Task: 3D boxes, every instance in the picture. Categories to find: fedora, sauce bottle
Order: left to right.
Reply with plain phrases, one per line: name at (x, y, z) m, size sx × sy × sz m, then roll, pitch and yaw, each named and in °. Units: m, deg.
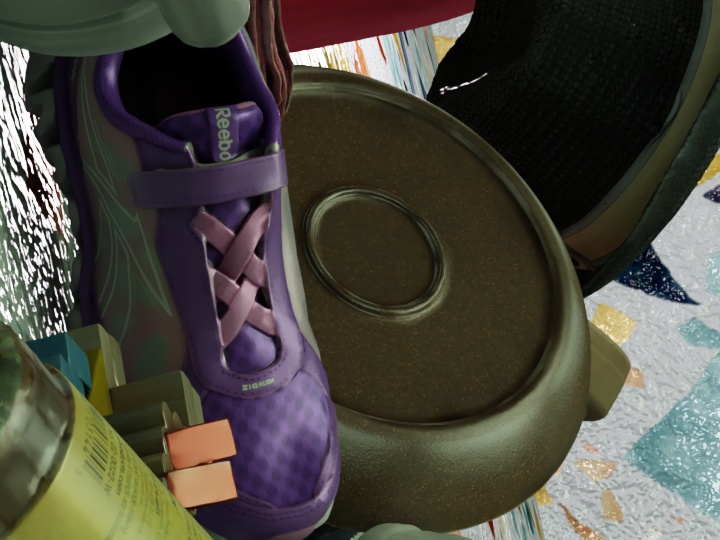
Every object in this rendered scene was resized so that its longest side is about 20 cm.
sauce bottle at (-0.047, 0.095, 0.599) m, size 0.200 × 0.065 × 0.065 m, roll 51°, pitch 19°, yaw -34°
fedora at (0.085, -0.080, 1.055) m, size 0.092 × 0.201 × 0.201 m, roll 29°, pitch 20°, yaw -12°

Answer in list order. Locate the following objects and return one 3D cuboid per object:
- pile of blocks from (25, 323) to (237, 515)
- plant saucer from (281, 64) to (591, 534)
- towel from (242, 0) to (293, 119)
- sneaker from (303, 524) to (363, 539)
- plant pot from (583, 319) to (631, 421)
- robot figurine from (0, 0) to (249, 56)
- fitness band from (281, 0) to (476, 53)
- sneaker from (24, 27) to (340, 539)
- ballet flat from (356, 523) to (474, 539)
pile of blocks at (-0.068, 0.059, 0.709) m, size 0.200 × 0.062 × 0.082 m, roll -94°, pitch 168°, yaw -61°
plant saucer at (0.000, 0.000, 0.924) m, size 0.032 × 0.200 × 0.200 m, roll 125°, pitch -37°, yaw -48°
towel at (-0.079, -0.157, 0.889) m, size 0.200 × 0.023 × 0.144 m, roll 58°, pitch -14°, yaw 21°
sneaker at (-0.020, 0.119, 0.967) m, size 0.200 × 0.075 × 0.085 m, roll 36°, pitch 46°, yaw -74°
plant pot at (0.003, 0.035, 1.067) m, size 0.093 × 0.201 × 0.201 m, roll -63°, pitch 166°, yaw -7°
robot figurine at (-0.090, -0.133, 0.720) m, size 0.170 × 0.113 × 0.200 m, roll 52°, pitch -4°, yaw 26°
fitness band at (-0.005, -0.131, 1.079) m, size 0.144 × 0.200 × 0.038 m, roll 129°, pitch -51°, yaw -73°
sneaker at (-0.051, -0.011, 0.823) m, size 0.088 × 0.080 × 0.200 m, roll -44°, pitch -121°, yaw 58°
ballet flat at (0.025, 0.133, 0.923) m, size 0.200 × 0.069 × 0.070 m, roll 81°, pitch -3°, yaw -66°
